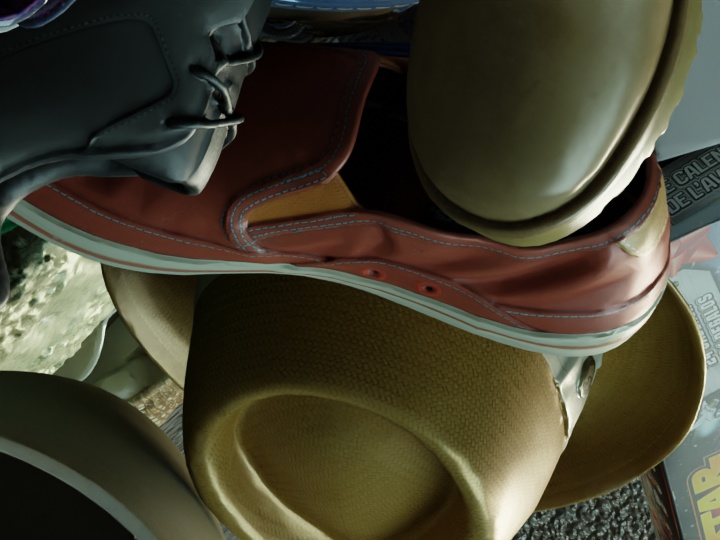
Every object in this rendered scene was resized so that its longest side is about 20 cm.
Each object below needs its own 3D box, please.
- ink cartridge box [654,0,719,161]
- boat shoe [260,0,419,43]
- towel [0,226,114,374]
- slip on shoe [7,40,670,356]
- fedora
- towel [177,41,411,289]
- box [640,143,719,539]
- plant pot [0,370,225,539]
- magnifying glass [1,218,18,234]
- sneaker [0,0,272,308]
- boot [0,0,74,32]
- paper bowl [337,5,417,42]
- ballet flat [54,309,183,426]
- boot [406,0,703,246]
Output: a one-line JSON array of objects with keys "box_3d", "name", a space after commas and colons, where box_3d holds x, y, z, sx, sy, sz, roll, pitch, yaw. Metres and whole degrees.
[{"box_3d": [0.152, -0.127, 0.931, 0.145, 0.084, 0.200, -17, -158, 19], "name": "ink cartridge box"}, {"box_3d": [-0.002, -0.095, 0.815, 0.072, 0.072, 0.200, -36, 172, 35], "name": "boat shoe"}, {"box_3d": [-0.155, 0.047, 1.019, 0.200, 0.037, 0.148, -42, 171, 14], "name": "towel"}, {"box_3d": [-0.014, -0.032, 0.762, 0.061, 0.199, 0.074, 105, 0, -56], "name": "slip on shoe"}, {"box_3d": [0.004, 0.039, 0.874, 0.201, 0.200, 0.082, 128, -18, -57], "name": "fedora"}, {"box_3d": [0.000, 0.000, 0.909, 0.200, 0.144, 0.024, 69, 29, -50], "name": "towel"}, {"box_3d": [0.149, 0.020, 0.963, 0.137, 0.040, 0.200, -25, 139, -5], "name": "box"}, {"box_3d": [-0.112, 0.104, 0.902, 0.187, 0.187, 0.200, -42, -173, 14], "name": "plant pot"}, {"box_3d": [-0.126, -0.022, 0.791, 0.079, 0.022, 0.200, -27, 175, 17], "name": "magnifying glass"}, {"box_3d": [-0.047, -0.069, 0.680, 0.200, 0.091, 0.076, -42, 170, 4], "name": "sneaker"}, {"box_3d": [-0.091, -0.060, 0.507, 0.073, 0.090, 0.200, -37, 172, -22], "name": "boot"}, {"box_3d": [0.088, -0.039, 1.054, 0.104, 0.201, 0.201, -36, 173, 5], "name": "paper bowl"}, {"box_3d": [-0.062, 0.001, 1.112, 0.065, 0.071, 0.200, -6, 145, -50], "name": "ballet flat"}, {"box_3d": [0.024, -0.104, 0.628, 0.200, 0.066, 0.176, 21, 87, -67], "name": "boot"}]
